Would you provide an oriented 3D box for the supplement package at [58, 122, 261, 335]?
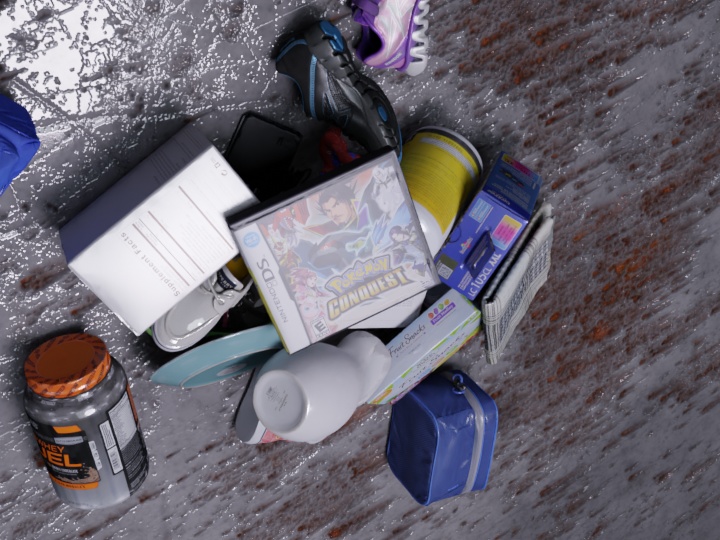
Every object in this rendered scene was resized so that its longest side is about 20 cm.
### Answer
[{"bbox_3d":[-0.220,-0.049,1.072,0.200,0.121,0.120,-40,120,-3],"label":"supplement package"}]

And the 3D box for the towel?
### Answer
[{"bbox_3d":[0.235,0.022,1.384,0.200,0.035,0.193,-56,155,-23],"label":"towel"}]

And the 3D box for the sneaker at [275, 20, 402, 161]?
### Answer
[{"bbox_3d":[-0.020,-0.199,1.132,0.082,0.073,0.200,-25,116,23],"label":"sneaker"}]

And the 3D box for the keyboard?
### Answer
[{"bbox_3d":[-0.135,-0.091,1.178,0.104,0.040,0.200,23,108,-15],"label":"keyboard"}]

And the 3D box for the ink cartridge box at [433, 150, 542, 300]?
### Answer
[{"bbox_3d":[0.161,-0.055,1.232,0.076,0.200,0.136,33,120,3],"label":"ink cartridge box"}]

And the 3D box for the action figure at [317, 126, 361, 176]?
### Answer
[{"bbox_3d":[-0.021,-0.095,1.174,0.099,0.065,0.200,14,84,-10],"label":"action figure"}]

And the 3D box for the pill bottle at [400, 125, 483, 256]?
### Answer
[{"bbox_3d":[0.067,-0.081,1.196,0.200,0.112,0.112,-56,139,-32],"label":"pill bottle"}]

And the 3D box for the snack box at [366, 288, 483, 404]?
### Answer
[{"bbox_3d":[0.089,0.112,1.367,0.200,0.053,0.142,-42,162,7],"label":"snack box"}]

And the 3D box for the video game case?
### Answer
[{"bbox_3d":[-0.026,-0.020,1.073,0.200,0.026,0.181,-25,118,-6],"label":"video game case"}]

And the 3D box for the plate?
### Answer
[{"bbox_3d":[-0.166,0.113,1.201,0.200,0.026,0.200,-21,168,-5],"label":"plate"}]

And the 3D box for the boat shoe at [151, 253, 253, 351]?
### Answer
[{"bbox_3d":[-0.164,0.013,1.106,0.200,0.070,0.071,-46,102,-16],"label":"boat shoe"}]

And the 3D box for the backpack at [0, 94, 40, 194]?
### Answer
[{"bbox_3d":[-0.427,-0.085,0.907,0.162,0.168,0.200,31,104,-34],"label":"backpack"}]

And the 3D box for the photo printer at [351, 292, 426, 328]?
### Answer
[{"bbox_3d":[0.000,0.000,1.284,0.200,0.069,0.167,0,118,-31],"label":"photo printer"}]

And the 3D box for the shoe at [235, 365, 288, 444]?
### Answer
[{"bbox_3d":[-0.097,0.158,1.329,0.091,0.071,0.200,8,117,-40],"label":"shoe"}]

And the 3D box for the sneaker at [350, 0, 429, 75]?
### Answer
[{"bbox_3d":[0.033,-0.319,1.102,0.088,0.081,0.200,-10,124,-17],"label":"sneaker"}]

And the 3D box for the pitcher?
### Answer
[{"bbox_3d":[-0.060,0.169,1.230,0.200,0.121,0.172,-11,129,-62],"label":"pitcher"}]

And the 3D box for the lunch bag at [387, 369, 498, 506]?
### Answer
[{"bbox_3d":[0.134,0.249,1.482,0.132,0.136,0.200,-9,122,-27],"label":"lunch bag"}]

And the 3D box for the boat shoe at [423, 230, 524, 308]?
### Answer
[{"bbox_3d":[0.161,-0.019,1.385,0.200,0.074,0.067,-35,158,-9],"label":"boat shoe"}]

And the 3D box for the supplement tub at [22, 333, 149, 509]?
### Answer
[{"bbox_3d":[-0.335,0.183,1.159,0.122,0.123,0.200,-20,126,-20],"label":"supplement tub"}]

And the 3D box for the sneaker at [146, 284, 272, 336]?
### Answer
[{"bbox_3d":[-0.172,0.035,1.169,0.200,0.077,0.084,-13,137,-9],"label":"sneaker"}]
